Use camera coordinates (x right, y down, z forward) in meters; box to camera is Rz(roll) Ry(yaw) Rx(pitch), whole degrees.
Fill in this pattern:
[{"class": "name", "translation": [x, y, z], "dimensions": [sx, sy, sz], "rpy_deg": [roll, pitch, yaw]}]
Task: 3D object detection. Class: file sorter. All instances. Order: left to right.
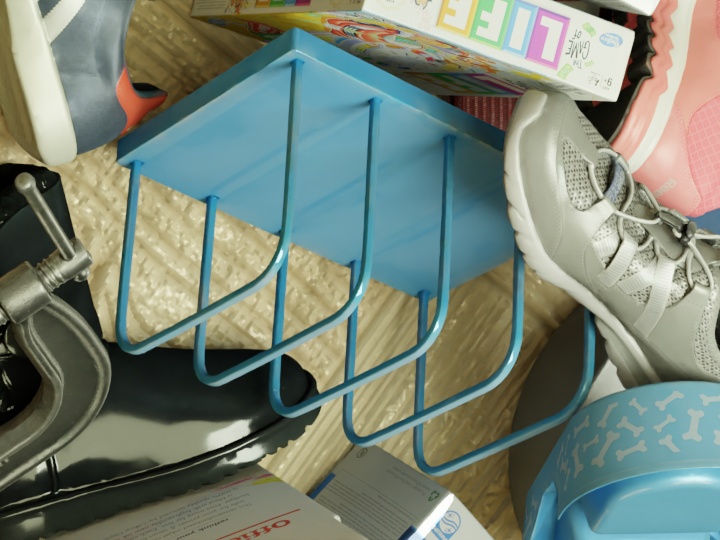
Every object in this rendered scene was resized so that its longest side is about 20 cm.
[{"class": "file sorter", "translation": [0.000, 0.000, 1.301], "dimensions": [0.199, 0.138, 0.123], "rpy_deg": [24, 55, -33]}]

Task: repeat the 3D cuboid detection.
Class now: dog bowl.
[{"class": "dog bowl", "translation": [0.137, 0.110, 1.330], "dimensions": [0.111, 0.200, 0.050], "rpy_deg": [0, 64, -10]}]

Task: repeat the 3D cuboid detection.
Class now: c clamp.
[{"class": "c clamp", "translation": [-0.192, 0.055, 1.223], "dimensions": [0.200, 0.027, 0.171], "rpy_deg": [-38, 146, -1]}]

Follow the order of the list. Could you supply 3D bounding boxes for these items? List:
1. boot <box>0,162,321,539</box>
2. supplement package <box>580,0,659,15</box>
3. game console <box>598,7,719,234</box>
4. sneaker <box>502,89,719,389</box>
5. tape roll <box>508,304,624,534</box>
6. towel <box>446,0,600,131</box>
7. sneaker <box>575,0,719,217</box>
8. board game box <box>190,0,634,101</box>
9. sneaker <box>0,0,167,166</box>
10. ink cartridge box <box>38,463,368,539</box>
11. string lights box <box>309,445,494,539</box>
[{"class": "boot", "translation": [-0.127, 0.027, 1.322], "dimensions": [0.199, 0.076, 0.169], "rpy_deg": [-19, 109, -15]}, {"class": "supplement package", "translation": [0.063, -0.214, 1.316], "dimensions": [0.199, 0.114, 0.110], "rpy_deg": [25, 93, -11]}, {"class": "game console", "translation": [0.219, -0.058, 1.421], "dimensions": [0.199, 0.173, 0.119], "rpy_deg": [9, 117, -33]}, {"class": "sneaker", "translation": [0.134, -0.013, 1.271], "dimensions": [0.200, 0.082, 0.075], "rpy_deg": [50, 42, -34]}, {"class": "tape roll", "translation": [0.181, 0.100, 1.478], "dimensions": [0.199, 0.066, 0.202], "rpy_deg": [-5, 102, -22]}, {"class": "towel", "translation": [0.112, -0.139, 1.429], "dimensions": [0.143, 0.023, 0.201], "rpy_deg": [-2, 102, -25]}, {"class": "sneaker", "translation": [0.167, -0.108, 1.363], "dimensions": [0.087, 0.074, 0.201], "rpy_deg": [37, 56, -19]}, {"class": "board game box", "translation": [0.020, -0.116, 1.292], "dimensions": [0.134, 0.200, 0.034], "rpy_deg": [17, 87, -25]}, {"class": "sneaker", "translation": [-0.141, -0.153, 1.289], "dimensions": [0.084, 0.075, 0.201], "rpy_deg": [-21, 116, -19]}, {"class": "ink cartridge box", "translation": [-0.075, 0.149, 1.299], "dimensions": [0.115, 0.200, 0.068], "rpy_deg": [-20, 107, -19]}, {"class": "string lights box", "translation": [-0.029, 0.185, 1.379], "dimensions": [0.200, 0.103, 0.059], "rpy_deg": [-46, 117, -9]}]
